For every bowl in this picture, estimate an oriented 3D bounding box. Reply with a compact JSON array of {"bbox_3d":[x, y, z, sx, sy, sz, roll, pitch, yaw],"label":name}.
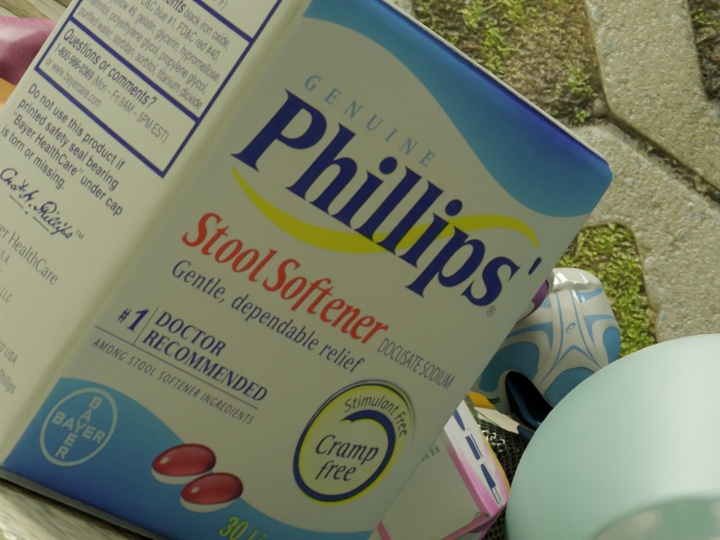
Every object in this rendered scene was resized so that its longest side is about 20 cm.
[{"bbox_3d":[0.147,0.138,1.094,0.200,0.201,0.105,35,25,-3],"label":"bowl"}]

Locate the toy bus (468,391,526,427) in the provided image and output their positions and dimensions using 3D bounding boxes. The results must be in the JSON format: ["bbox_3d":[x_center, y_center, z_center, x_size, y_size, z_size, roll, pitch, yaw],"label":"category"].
[{"bbox_3d":[0.032,0.034,1.513,0.198,0.079,0.065,9,4,2],"label":"toy bus"}]

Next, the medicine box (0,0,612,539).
[{"bbox_3d":[-0.040,-0.009,0.978,0.182,0.201,0.103,30,7,-46],"label":"medicine box"}]

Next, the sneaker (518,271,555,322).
[{"bbox_3d":[0.000,0.000,1.279,0.075,0.199,0.100,9,63,-56],"label":"sneaker"}]

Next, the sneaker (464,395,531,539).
[{"bbox_3d":[0.031,0.091,1.317,0.091,0.078,0.200,28,-2,-28],"label":"sneaker"}]

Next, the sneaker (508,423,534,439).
[{"bbox_3d":[0.123,0.119,1.569,0.146,0.081,0.200,38,9,-15],"label":"sneaker"}]

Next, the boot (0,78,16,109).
[{"bbox_3d":[-0.152,-0.052,1.237,0.154,0.077,0.200,20,-9,6],"label":"boot"}]

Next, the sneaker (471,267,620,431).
[{"bbox_3d":[0.079,0.047,1.342,0.071,0.073,0.200,-1,-8,-7],"label":"sneaker"}]

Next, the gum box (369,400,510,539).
[{"bbox_3d":[-0.007,0.037,1.163,0.201,0.066,0.113,62,8,4],"label":"gum box"}]

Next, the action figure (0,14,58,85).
[{"bbox_3d":[-0.143,-0.098,1.424,0.199,0.135,0.148,-20,19,-35],"label":"action figure"}]
